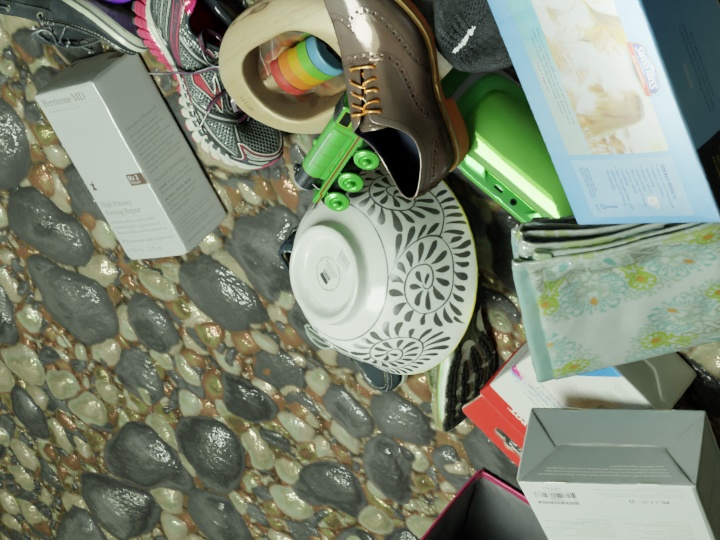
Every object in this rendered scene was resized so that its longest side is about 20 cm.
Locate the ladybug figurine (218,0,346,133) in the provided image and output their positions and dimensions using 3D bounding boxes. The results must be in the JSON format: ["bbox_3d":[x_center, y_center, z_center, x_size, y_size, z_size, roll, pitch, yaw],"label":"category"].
[{"bbox_3d":[-0.036,-0.188,1.608,0.200,0.072,0.136,-17,121,45],"label":"ladybug figurine"}]

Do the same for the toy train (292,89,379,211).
[{"bbox_3d":[0.001,-0.120,1.572,0.056,0.042,0.200,23,137,-13],"label":"toy train"}]

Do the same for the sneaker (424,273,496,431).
[{"bbox_3d":[0.070,0.058,1.764,0.089,0.077,0.200,24,132,40],"label":"sneaker"}]

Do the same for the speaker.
[{"bbox_3d":[0.143,-0.086,1.535,0.200,0.088,0.088,41,143,6],"label":"speaker"}]

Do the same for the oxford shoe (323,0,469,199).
[{"bbox_3d":[0.019,-0.147,1.454,0.071,0.073,0.200,-7,122,43],"label":"oxford shoe"}]

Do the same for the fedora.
[{"bbox_3d":[0.111,-0.213,1.435,0.200,0.092,0.201,25,139,24],"label":"fedora"}]

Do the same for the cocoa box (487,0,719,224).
[{"bbox_3d":[0.200,-0.147,1.312,0.133,0.131,0.200,1,124,46],"label":"cocoa box"}]

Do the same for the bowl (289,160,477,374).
[{"bbox_3d":[0.000,0.000,1.673,0.201,0.094,0.201,9,103,45],"label":"bowl"}]

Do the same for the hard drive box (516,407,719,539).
[{"bbox_3d":[0.240,0.203,1.644,0.156,0.077,0.200,0,144,22],"label":"hard drive box"}]

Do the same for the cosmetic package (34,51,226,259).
[{"bbox_3d":[-0.227,-0.113,1.868,0.102,0.074,0.200,-6,121,46],"label":"cosmetic package"}]

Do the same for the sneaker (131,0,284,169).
[{"bbox_3d":[-0.129,-0.175,1.699,0.075,0.081,0.200,-3,129,46],"label":"sneaker"}]

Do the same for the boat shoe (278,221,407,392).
[{"bbox_3d":[-0.017,0.043,1.826,0.075,0.062,0.200,0,125,41],"label":"boat shoe"}]

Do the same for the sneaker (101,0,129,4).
[{"bbox_3d":[-0.210,-0.286,1.663,0.070,0.100,0.200,50,143,-4],"label":"sneaker"}]

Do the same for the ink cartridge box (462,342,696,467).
[{"bbox_3d":[0.191,0.109,1.687,0.116,0.067,0.200,45,143,-2],"label":"ink cartridge box"}]

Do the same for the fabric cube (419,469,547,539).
[{"bbox_3d":[0.133,0.364,1.878,0.200,0.196,0.199,31,141,17],"label":"fabric cube"}]

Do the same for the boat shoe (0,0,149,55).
[{"bbox_3d":[-0.276,-0.239,1.783,0.200,0.075,0.062,27,101,29],"label":"boat shoe"}]

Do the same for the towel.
[{"bbox_3d":[0.210,0.015,1.488,0.171,0.048,0.200,-11,146,4],"label":"towel"}]
